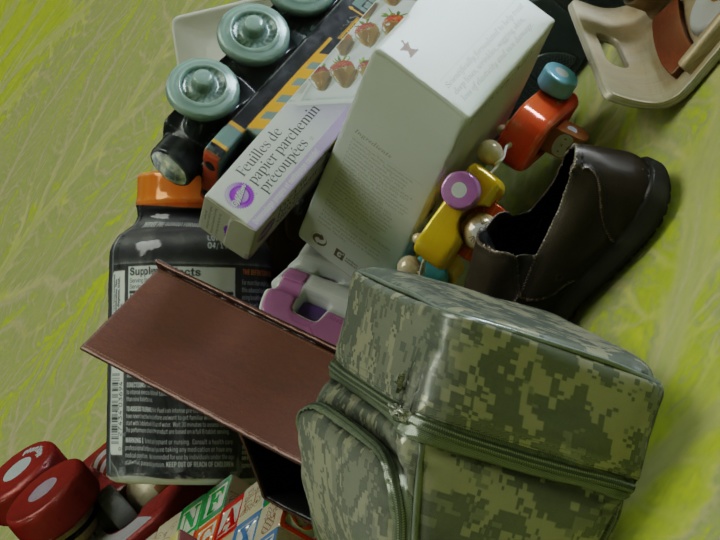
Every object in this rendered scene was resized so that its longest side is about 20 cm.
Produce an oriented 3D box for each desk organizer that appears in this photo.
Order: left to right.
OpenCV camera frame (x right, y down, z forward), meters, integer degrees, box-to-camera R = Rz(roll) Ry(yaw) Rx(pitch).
[{"bbox_3d":[-0.063,0.076,1.543,0.200,0.072,0.077,25,58,33],"label":"desk organizer"}]

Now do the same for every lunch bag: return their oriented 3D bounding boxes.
[{"bbox_3d":[0.050,0.100,1.345,0.200,0.139,0.168,-153,78,-71],"label":"lunch bag"}]

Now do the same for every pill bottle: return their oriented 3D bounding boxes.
[{"bbox_3d":[-0.109,0.036,1.692,0.106,0.106,0.201,173,98,-66],"label":"pill bottle"}]

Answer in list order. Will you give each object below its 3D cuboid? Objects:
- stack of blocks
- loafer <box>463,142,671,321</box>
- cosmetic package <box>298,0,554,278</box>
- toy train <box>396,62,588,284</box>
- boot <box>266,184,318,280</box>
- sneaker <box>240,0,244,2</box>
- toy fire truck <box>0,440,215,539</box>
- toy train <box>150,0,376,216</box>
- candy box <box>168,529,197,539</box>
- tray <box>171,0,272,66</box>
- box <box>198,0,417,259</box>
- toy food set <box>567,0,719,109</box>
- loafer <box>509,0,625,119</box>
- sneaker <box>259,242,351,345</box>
[{"bbox_3d":[-0.076,0.188,1.613,0.200,0.059,0.115,-39,27,42],"label":"stack of blocks"},{"bbox_3d":[0.087,0.001,1.481,0.200,0.071,0.073,-51,21,19],"label":"loafer"},{"bbox_3d":[0.037,-0.082,1.576,0.102,0.074,0.200,-48,-9,-33],"label":"cosmetic package"},{"bbox_3d":[0.075,-0.023,1.587,0.200,0.056,0.150,-59,-10,28],"label":"toy train"},{"bbox_3d":[-0.069,-0.041,1.785,0.155,0.074,0.200,32,117,53],"label":"boot"},{"bbox_3d":[-0.026,-0.134,1.832,0.077,0.146,0.202,-35,15,-17],"label":"sneaker"},{"bbox_3d":[-0.155,0.150,1.812,0.168,0.112,0.200,-42,18,-12],"label":"toy fire truck"},{"bbox_3d":[-0.041,-0.114,1.655,0.200,0.114,0.085,-49,-16,-29],"label":"toy train"},{"bbox_3d":[-0.117,0.250,1.531,0.200,0.117,0.057,-48,21,28],"label":"candy box"},{"bbox_3d":[-0.047,-0.135,1.789,0.200,0.022,0.108,-7,90,42],"label":"tray"},{"bbox_3d":[-0.023,-0.092,1.587,0.200,0.039,0.041,-50,-10,-28],"label":"box"},{"bbox_3d":[0.199,-0.199,1.528,0.200,0.060,0.144,-51,20,19],"label":"toy food set"},{"bbox_3d":[0.123,-0.165,1.670,0.200,0.072,0.063,-42,8,25],"label":"loafer"},{"bbox_3d":[0.000,0.000,1.695,0.200,0.080,0.089,-56,-21,-32],"label":"sneaker"}]
